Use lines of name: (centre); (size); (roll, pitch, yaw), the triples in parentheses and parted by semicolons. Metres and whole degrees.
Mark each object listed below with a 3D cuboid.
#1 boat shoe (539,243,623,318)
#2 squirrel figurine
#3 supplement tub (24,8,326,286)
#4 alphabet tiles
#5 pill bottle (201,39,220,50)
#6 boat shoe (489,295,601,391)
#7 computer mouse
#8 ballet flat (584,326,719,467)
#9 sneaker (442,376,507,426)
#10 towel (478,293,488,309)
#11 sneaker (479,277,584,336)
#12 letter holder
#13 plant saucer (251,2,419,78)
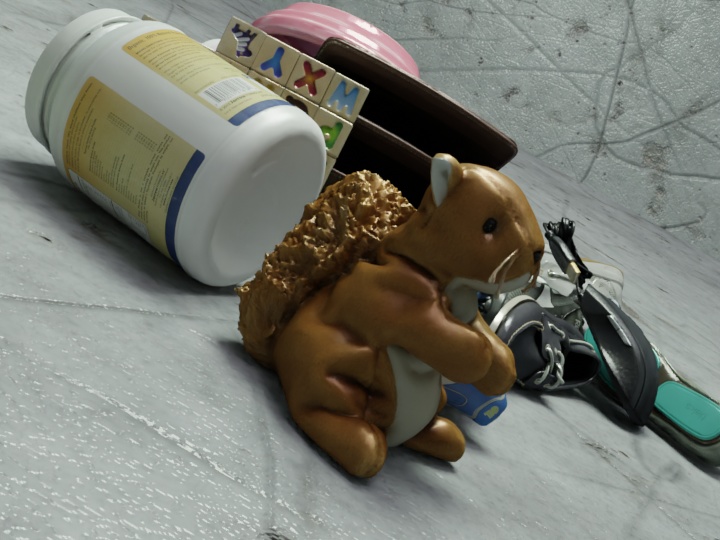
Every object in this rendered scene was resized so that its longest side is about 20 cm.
boat shoe: (0.204, 0.019, 1.475); (0.198, 0.071, 0.070); (11, 61, -21)
squirrel figurine: (0.019, 0.004, 0.869); (0.200, 0.188, 0.141); (37, 16, 33)
supplement tub: (-0.140, -0.096, 1.011); (0.199, 0.145, 0.144); (35, 14, 25)
alphabet tiles: (-0.115, -0.125, 1.141); (0.199, 0.168, 0.008); (27, -6, -7)
pill bottle: (-0.091, -0.140, 1.357); (0.199, 0.113, 0.112); (34, 14, 23)
boat shoe: (0.160, 0.070, 1.179); (0.062, 0.073, 0.200); (31, 8, 25)
computer mouse: (0.229, 0.038, 1.260); (0.141, 0.046, 0.201); (51, 17, -54)
ballet flat: (0.287, 0.122, 1.309); (0.200, 0.067, 0.064); (43, -8, 44)
sneaker: (0.060, 0.062, 1.040); (0.077, 0.075, 0.200); (52, 5, -15)
towel: (0.067, -0.026, 1.404); (0.199, 0.049, 0.111); (34, 13, 24)
sneaker: (0.172, 0.045, 1.308); (0.090, 0.067, 0.200); (30, 10, 18)
letter holder: (0.022, -0.099, 1.214); (0.199, 0.101, 0.142); (29, -28, -11)
plant saucer: (-0.018, -0.208, 1.373); (0.199, 0.051, 0.201); (25, -13, 6)
